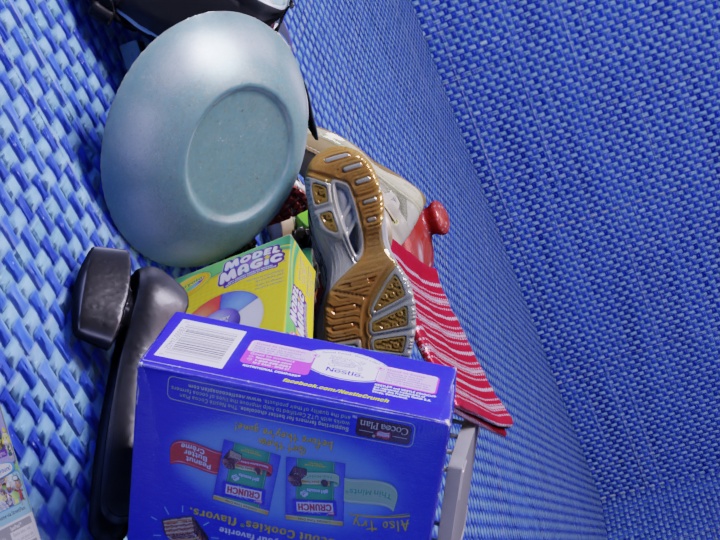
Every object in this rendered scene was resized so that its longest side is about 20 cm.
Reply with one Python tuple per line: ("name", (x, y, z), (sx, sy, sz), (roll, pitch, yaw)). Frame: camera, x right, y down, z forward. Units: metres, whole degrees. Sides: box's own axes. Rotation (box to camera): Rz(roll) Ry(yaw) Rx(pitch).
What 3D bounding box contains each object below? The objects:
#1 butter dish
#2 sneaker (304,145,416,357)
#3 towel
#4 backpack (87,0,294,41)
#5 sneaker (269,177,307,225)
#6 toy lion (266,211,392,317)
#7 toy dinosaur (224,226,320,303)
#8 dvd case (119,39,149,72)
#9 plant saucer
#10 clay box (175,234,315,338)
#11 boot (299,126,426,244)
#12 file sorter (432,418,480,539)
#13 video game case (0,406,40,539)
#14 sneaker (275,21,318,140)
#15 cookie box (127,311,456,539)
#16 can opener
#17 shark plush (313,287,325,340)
("butter dish", (0.037, -0.044, 1.376), (0.199, 0.147, 0.201), (-53, 124, -74))
("sneaker", (0.000, 0.000, 0.919), (0.088, 0.075, 0.201), (-172, -105, -86))
("towel", (0.078, 0.061, 1.096), (0.145, 0.022, 0.200), (32, 28, -57))
("backpack", (-0.134, -0.261, 0.938), (0.177, 0.151, 0.200), (31, 16, -9))
("sneaker", (-0.102, -0.100, 0.963), (0.200, 0.078, 0.082), (49, 27, -57))
("toy lion", (-0.022, 0.030, 1.093), (0.200, 0.068, 0.193), (22, -60, 62))
("toy dinosaur", (-0.080, 0.034, 1.002), (0.200, 0.102, 0.136), (-160, -116, -71))
("dvd case", (-0.147, -0.127, 1.023), (0.200, 0.022, 0.147), (-16, 89, -75))
("plant saucer", (-0.102, -0.092, 0.852), (0.201, 0.039, 0.202), (-24, 126, -38))
("clay box", (-0.093, 0.051, 0.818), (0.200, 0.115, 0.048), (-92, 156, -50))
("boot", (-0.036, -0.060, 1.235), (0.200, 0.072, 0.155), (29, 67, -16))
("file sorter", (0.038, 0.206, 1.058), (0.200, 0.124, 0.139), (-37, 136, -76))
("video game case", (-0.206, 0.121, 0.492), (0.200, 0.022, 0.183), (-13, 86, -75))
("sneaker", (-0.095, -0.212, 1.120), (0.146, 0.080, 0.201), (149, -70, -77))
("cookie box", (-0.044, 0.142, 0.642), (0.075, 0.170, 0.201), (-63, 163, -68))
("can opener", (-0.149, 0.077, 0.716), (0.063, 0.078, 0.201), (115, -23, -53))
("shark plush", (-0.016, 0.087, 1.022), (0.200, 0.091, 0.084), (86, -15, -58))
